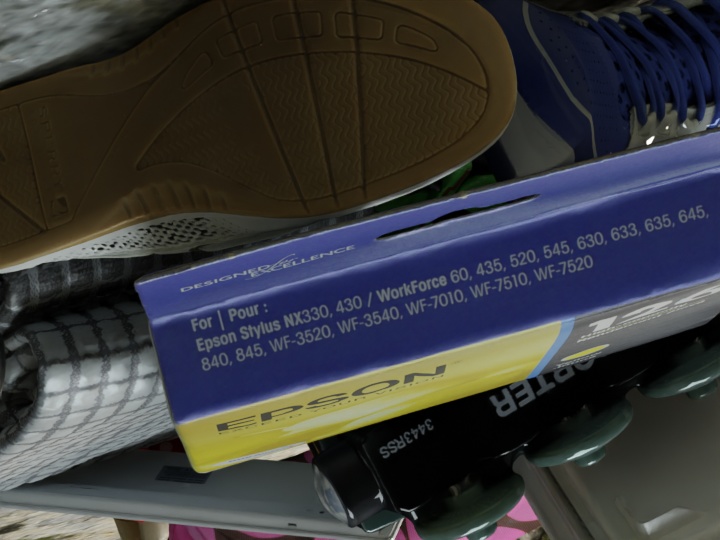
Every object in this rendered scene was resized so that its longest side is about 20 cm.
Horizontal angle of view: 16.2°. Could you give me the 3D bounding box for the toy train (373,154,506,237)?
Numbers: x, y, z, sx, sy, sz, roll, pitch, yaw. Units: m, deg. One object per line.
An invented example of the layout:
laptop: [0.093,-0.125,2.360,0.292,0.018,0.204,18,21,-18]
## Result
toy train: [0.000,0.000,1.041,0.056,0.042,0.200,10,142,-22]

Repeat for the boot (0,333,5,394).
boot: [-0.212,0.040,0.835,0.197,0.074,0.163,3,162,-3]

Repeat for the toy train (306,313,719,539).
toy train: [0.062,0.035,0.999,0.199,0.086,0.114,-31,-168,-12]

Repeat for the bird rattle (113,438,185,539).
bird rattle: [-0.106,0.100,1.207,0.112,0.163,0.201,-25,127,-10]

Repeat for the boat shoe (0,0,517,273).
boat shoe: [-0.039,-0.043,0.782,0.199,0.071,0.069,-11,173,22]

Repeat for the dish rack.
dish rack: [0.144,0.054,1.039,0.171,0.044,0.200,-27,-147,-3]

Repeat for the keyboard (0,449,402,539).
keyboard: [-0.077,0.091,1.068,0.199,0.011,0.056,4,-161,14]

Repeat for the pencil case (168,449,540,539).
pencil case: [0.006,0.112,1.129,0.199,0.091,0.094,-19,172,-28]

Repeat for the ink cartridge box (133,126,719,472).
ink cartridge box: [0.032,0.013,0.810,0.196,0.047,0.200,-15,173,-3]

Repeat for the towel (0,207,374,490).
towel: [-0.102,0.024,0.996,0.165,0.086,0.200,-15,171,-34]

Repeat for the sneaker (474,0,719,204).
sneaker: [0.094,-0.067,0.866,0.115,0.081,0.199,-27,169,7]
